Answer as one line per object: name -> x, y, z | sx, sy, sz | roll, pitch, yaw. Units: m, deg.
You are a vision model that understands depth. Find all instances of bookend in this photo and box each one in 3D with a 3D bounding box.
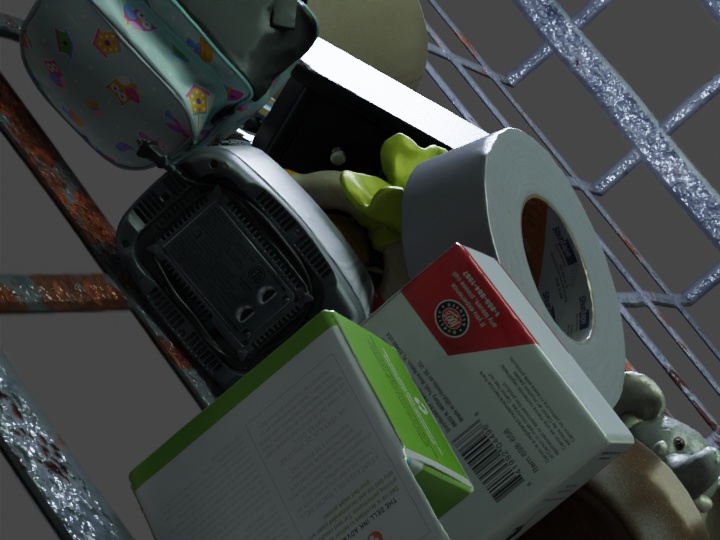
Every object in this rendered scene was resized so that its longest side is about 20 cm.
bookend -> -0.013, -0.045, 1.401 | 0.199, 0.199, 0.092 | 29, 19, -14

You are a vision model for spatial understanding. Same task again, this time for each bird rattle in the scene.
bird rattle -> 0.000, 0.000, 1.334 | 0.162, 0.201, 0.113 | 13, 29, 16

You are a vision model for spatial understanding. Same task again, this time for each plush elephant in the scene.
plush elephant -> 0.194, 0.165, 1.255 | 0.164, 0.155, 0.200 | 37, -3, -5

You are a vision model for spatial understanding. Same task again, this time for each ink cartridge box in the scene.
ink cartridge box -> 0.035, 0.105, 1.081 | 0.145, 0.200, 0.084 | 53, 11, 17
ink cartridge box -> -0.013, 0.146, 0.937 | 0.076, 0.148, 0.201 | 31, 24, -53

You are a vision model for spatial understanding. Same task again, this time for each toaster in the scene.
toaster -> -0.075, -0.006, 1.216 | 0.200, 0.114, 0.129 | 49, 10, 0

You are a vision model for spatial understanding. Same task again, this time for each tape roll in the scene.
tape roll -> 0.106, 0.009, 1.242 | 0.200, 0.066, 0.201 | 43, 37, -43

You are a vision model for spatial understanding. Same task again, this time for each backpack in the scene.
backpack -> -0.144, -0.160, 1.288 | 0.176, 0.153, 0.200 | 45, -22, -6

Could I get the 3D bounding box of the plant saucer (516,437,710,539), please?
plant saucer -> 0.116, 0.188, 1.120 | 0.201, 0.200, 0.037 | 54, 26, 18

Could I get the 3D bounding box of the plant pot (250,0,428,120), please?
plant pot -> -0.057, -0.205, 1.683 | 0.201, 0.200, 0.134 | 49, 50, 1

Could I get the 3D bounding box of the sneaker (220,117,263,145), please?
sneaker -> -0.064, -0.085, 1.525 | 0.199, 0.071, 0.083 | 16, 42, -60

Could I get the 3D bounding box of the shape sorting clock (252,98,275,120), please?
shape sorting clock -> -0.147, -0.187, 1.541 | 0.199, 0.039, 0.200 | 34, 9, -6
